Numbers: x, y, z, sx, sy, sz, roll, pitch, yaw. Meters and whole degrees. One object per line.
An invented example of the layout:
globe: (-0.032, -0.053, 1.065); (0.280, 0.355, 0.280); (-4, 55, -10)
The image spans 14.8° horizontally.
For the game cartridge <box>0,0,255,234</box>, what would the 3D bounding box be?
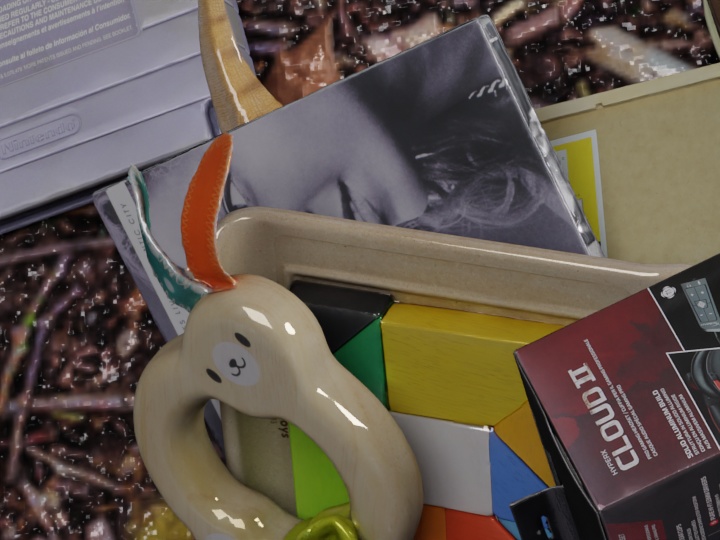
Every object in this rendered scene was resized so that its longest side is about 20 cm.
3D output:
game cartridge: (-0.148, -0.088, 1.260); (0.200, 0.038, 0.130); (-19, 69, 12)

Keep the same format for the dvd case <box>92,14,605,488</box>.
dvd case: (0.000, 0.000, 1.127); (0.200, 0.016, 0.149); (-22, 98, 31)

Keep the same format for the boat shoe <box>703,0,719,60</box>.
boat shoe: (0.202, -0.077, 1.108); (0.075, 0.075, 0.202); (-29, 57, -8)

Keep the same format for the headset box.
headset box: (0.149, 0.056, 1.000); (0.200, 0.149, 0.075); (-26, 58, -1)

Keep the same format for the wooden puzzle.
wooden puzzle: (0.039, 0.069, 1.105); (0.200, 0.037, 0.185); (6, 123, 16)

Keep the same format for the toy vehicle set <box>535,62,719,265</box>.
toy vehicle set: (0.082, -0.005, 1.138); (0.200, 0.026, 0.125); (-12, 74, 34)

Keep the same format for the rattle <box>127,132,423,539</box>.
rattle: (-0.065, 0.070, 1.052); (0.143, 0.200, 0.130); (-38, 42, -28)

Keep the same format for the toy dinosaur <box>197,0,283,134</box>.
toy dinosaur: (-0.042, -0.049, 1.183); (0.106, 0.060, 0.200); (-34, 86, 27)
